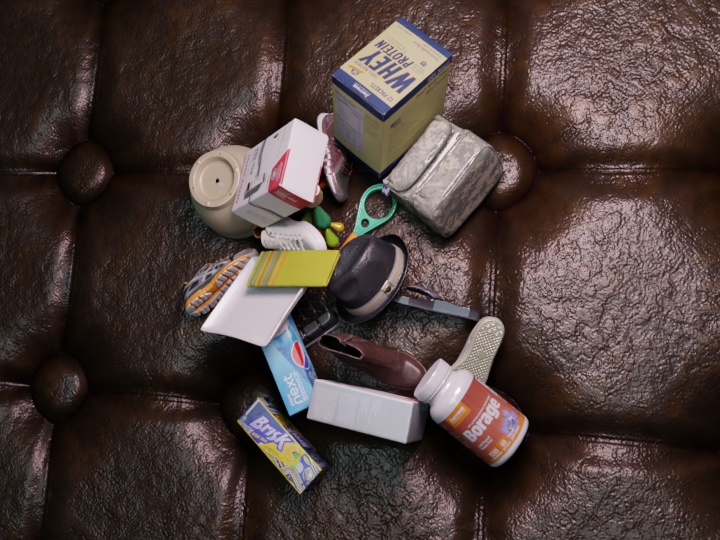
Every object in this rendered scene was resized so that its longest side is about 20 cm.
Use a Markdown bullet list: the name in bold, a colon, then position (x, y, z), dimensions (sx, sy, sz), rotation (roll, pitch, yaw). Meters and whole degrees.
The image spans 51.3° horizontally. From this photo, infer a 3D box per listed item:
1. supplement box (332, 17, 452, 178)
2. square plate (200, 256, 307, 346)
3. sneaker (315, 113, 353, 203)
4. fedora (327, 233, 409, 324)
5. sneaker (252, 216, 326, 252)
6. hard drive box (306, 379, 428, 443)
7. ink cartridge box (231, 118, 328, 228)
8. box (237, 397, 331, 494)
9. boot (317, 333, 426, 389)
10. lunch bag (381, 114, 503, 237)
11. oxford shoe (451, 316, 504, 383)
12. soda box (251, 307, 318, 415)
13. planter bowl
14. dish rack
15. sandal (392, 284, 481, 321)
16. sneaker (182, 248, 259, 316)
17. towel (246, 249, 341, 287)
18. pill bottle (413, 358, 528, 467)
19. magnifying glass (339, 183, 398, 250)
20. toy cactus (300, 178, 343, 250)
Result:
- **supplement box**: position (0.058, -0.332, 1.458), dimensions (0.134, 0.201, 0.200), rotation (40, 69, 18)
- **square plate**: position (-0.198, 0.061, 1.491), dimensions (0.198, 0.029, 0.199), rotation (8, 54, 40)
- **sneaker**: position (-0.022, -0.249, 1.569), dimensions (0.114, 0.076, 0.204), rotation (-14, 77, 11)
- **fedora**: position (0.000, 0.000, 1.472), dimensions (0.199, 0.091, 0.203), rotation (-31, 40, 30)
- **sneaker**: position (-0.149, -0.060, 1.539), dimensions (0.084, 0.074, 0.199), rotation (-35, 37, -27)
- **hard drive box**: position (0.018, 0.268, 1.436), dimensions (0.197, 0.156, 0.078), rotation (11, 84, 17)
- **ink cartridge box**: position (-0.161, -0.186, 1.470), dimensions (0.199, 0.082, 0.149), rotation (-19, 54, 52)
- **box**: position (-0.156, 0.352, 1.523), dimensions (0.200, 0.064, 0.070), rotation (44, 95, 18)
- **boot**: position (0.024, 0.176, 1.441), dimensions (0.197, 0.166, 0.073), rotation (21, 88, 18)
- **lunch bag**: position (0.155, -0.190, 1.480), dimensions (0.167, 0.139, 0.201), rotation (41, 94, 33)
- **oxford shoe**: position (0.218, 0.176, 1.445), dimensions (0.074, 0.058, 0.202), rotation (25, 105, 1)
- **soda box**: position (-0.142, 0.179, 1.494), dimensions (0.067, 0.064, 0.203), rotation (-26, 81, 10)
- **planter bowl**: position (-0.284, -0.181, 1.605), dimensions (0.197, 0.135, 0.204), rotation (-3, 81, 15)
- **dish rack**: position (-0.149, 0.063, 1.571), dimensions (0.152, 0.055, 0.202), rotation (-33, 72, 8)
- **sandal**: position (0.141, 0.059, 1.478), dimensions (0.197, 0.076, 0.044), rotation (12, 87, 7)
- **sneaker**: position (-0.306, 0.010, 1.617), dimensions (0.199, 0.078, 0.078), rotation (-35, 54, 2)
- **towel**: position (-0.133, -0.001, 1.478), dimensions (0.197, 0.018, 0.087), rotation (-1, 55, 33)
- **pill bottle**: position (0.200, 0.257, 1.380), dimensions (0.199, 0.112, 0.113), rotation (38, 93, 1)
- **magnifying glass**: position (0.005, -0.091, 1.564), dimensions (0.079, 0.022, 0.201), rotation (37, 94, 18)
- **toy cactus**: position (-0.091, -0.141, 1.534), dimensions (0.101, 0.165, 0.203), rotation (-18, 81, -8)
